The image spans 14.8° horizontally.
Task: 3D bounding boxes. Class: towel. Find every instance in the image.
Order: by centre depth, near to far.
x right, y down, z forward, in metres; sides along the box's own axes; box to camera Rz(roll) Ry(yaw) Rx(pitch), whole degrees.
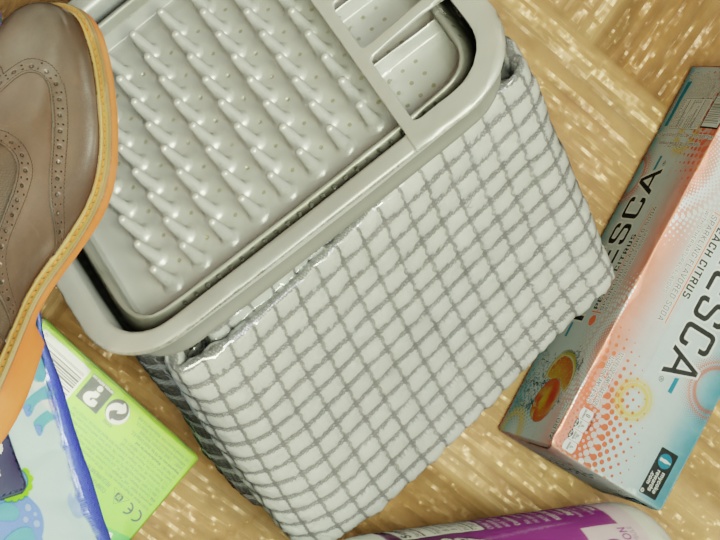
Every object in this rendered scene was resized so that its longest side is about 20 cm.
[{"bbox_3d":[0.000,0.000,1.180,0.200,0.086,0.166,-44,141,-12],"label":"towel"}]

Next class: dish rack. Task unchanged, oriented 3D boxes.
[{"bbox_3d":[-0.046,-0.068,1.100,0.200,0.172,0.044,-38,145,4],"label":"dish rack"}]

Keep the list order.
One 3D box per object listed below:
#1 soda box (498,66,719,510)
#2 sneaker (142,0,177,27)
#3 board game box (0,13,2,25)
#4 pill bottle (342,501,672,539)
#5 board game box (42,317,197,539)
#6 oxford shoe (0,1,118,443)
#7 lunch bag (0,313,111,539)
[{"bbox_3d":[0.146,0.006,1.278,0.068,0.064,0.200,31,84,-19],"label":"soda box"},{"bbox_3d":[-0.095,-0.092,1.178,0.076,0.075,0.200,-5,94,-20],"label":"sneaker"},{"bbox_3d":[-0.234,-0.115,1.089,0.200,0.039,0.158,-27,74,-36],"label":"board game box"},{"bbox_3d":[0.040,0.167,1.214,0.200,0.112,0.113,-6,96,-27],"label":"pill bottle"},{"bbox_3d":[-0.169,0.126,1.190,0.096,0.030,0.200,43,77,-17],"label":"board game box"},{"bbox_3d":[-0.146,-0.026,1.056,0.073,0.071,0.200,46,48,-49],"label":"oxford shoe"},{"bbox_3d":[-0.207,0.095,1.105,0.200,0.127,0.170,-18,89,-14],"label":"lunch bag"}]
